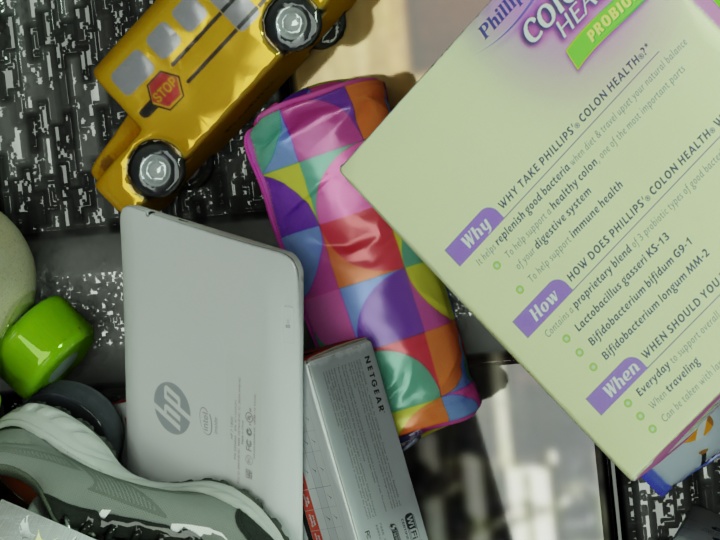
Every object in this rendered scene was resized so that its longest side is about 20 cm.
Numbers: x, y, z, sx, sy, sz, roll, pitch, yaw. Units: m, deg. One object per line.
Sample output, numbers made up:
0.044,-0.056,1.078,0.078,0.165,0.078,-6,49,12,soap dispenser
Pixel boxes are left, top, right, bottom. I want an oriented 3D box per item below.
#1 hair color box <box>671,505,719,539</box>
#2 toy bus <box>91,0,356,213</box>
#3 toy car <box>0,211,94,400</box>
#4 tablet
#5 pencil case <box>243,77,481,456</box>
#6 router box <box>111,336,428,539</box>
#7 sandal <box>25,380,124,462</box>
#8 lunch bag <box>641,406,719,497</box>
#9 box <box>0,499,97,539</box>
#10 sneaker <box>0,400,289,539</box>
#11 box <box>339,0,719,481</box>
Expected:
0.189,0.176,1.322,0.100,0.200,0.061,21,100,10,hair color box
-0.071,-0.121,1.421,0.078,0.065,0.200,45,103,5,toy bus
-0.271,0.057,1.474,0.164,0.158,0.200,44,132,9,toy car
-0.078,0.074,1.373,0.130,0.014,0.201,17,114,41,tablet
0.000,0.000,1.408,0.088,0.088,0.201,-16,90,14,pencil case
-0.043,0.148,1.408,0.179,0.049,0.201,-13,94,46,router box
-0.171,0.153,1.458,0.076,0.043,0.201,16,120,21,sandal
0.152,-0.011,1.351,0.170,0.124,0.200,-39,92,9,lunch bag
-0.102,0.205,1.339,0.199,0.159,0.048,22,57,7,box
-0.121,0.136,1.360,0.199,0.079,0.074,21,118,22,sneaker
0.127,-0.042,1.226,0.200,0.097,0.176,46,112,9,box
